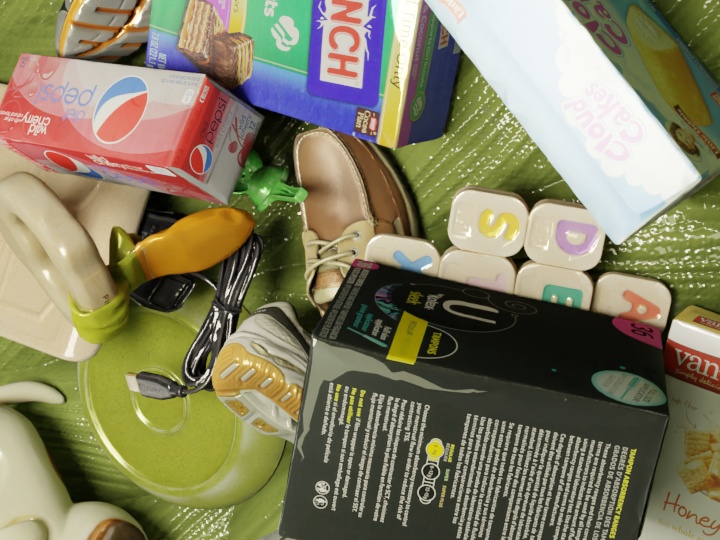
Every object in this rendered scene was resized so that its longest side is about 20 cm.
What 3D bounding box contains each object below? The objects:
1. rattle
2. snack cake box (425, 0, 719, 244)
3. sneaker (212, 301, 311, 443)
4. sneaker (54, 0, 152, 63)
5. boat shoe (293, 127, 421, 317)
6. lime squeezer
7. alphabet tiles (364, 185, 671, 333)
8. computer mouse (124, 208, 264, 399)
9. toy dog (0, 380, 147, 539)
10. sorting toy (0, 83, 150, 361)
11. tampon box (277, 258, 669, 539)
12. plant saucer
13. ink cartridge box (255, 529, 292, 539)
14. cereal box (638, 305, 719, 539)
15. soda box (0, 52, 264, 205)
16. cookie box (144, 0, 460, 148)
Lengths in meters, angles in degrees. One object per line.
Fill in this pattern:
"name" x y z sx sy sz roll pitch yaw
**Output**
"rattle" -0.195 -0.049 1.023 0.143 0.130 0.200 -46 41 -7
"snack cake box" 0.130 -0.123 0.844 0.067 0.115 0.200 -42 82 33
"sneaker" -0.011 0.101 1.025 0.076 0.088 0.200 -29 112 36
"sneaker" -0.170 -0.232 1.024 0.077 0.078 0.200 44 120 29
"boat shoe" 0.000 0.000 0.984 0.076 0.074 0.200 -16 96 34
"lime squeezer" -0.079 -0.073 1.008 0.200 0.038 0.071 32 158 43
"alphabet tiles" 0.092 0.048 0.936 0.195 0.015 0.200 11 108 6
"computer mouse" -0.153 0.020 1.074 0.200 0.046 0.141 12 86 34
"toy dog" -0.264 0.206 1.169 0.200 0.194 0.140 34 143 4
"sorting toy" -0.248 -0.041 1.106 0.200 0.036 0.185 16 87 30
"tampon box" 0.070 0.091 0.866 0.200 0.150 0.126 12 109 5
"plant saucer" -0.148 0.097 1.129 0.200 0.031 0.200 10 110 29
"ink cartridge box" -0.085 0.293 1.119 0.200 0.083 0.146 -32 87 34
"cereal box" 0.240 0.137 0.902 0.144 0.040 0.200 21 115 26
"soda box" -0.164 -0.099 0.993 0.200 0.063 0.070 12 77 40
"cookie box" -0.032 -0.188 0.945 0.200 0.075 0.171 19 112 24
